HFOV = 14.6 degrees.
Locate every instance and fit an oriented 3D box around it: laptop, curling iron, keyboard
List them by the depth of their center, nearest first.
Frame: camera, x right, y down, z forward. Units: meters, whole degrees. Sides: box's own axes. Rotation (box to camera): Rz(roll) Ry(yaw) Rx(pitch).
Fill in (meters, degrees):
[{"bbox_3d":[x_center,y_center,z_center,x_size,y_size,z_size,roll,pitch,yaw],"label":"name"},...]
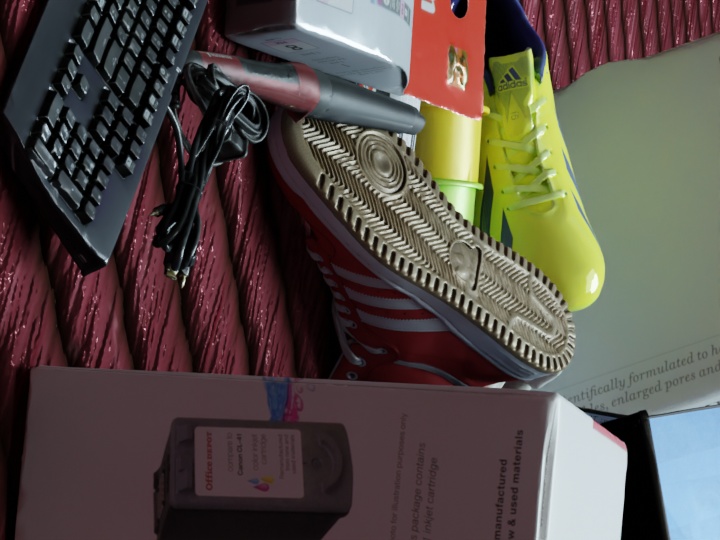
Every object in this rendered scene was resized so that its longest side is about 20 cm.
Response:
[{"bbox_3d":[-0.079,-0.077,1.087,0.127,0.020,0.201,60,34,-38],"label":"keyboard"},{"bbox_3d":[-0.027,-0.069,1.232,0.200,0.025,0.050,-2,79,-62],"label":"curling iron"},{"bbox_3d":[0.182,0.152,1.288,0.200,0.115,0.189,109,-29,-84],"label":"laptop"}]

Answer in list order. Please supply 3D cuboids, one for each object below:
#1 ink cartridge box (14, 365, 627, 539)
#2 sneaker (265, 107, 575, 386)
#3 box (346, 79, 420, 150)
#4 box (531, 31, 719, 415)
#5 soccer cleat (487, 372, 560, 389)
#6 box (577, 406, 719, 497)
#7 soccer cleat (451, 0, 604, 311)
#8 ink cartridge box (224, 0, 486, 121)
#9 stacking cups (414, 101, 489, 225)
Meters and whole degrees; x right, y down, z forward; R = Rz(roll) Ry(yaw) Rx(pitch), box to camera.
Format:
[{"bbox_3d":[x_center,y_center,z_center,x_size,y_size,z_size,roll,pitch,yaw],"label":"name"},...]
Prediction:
[{"bbox_3d":[-0.011,0.088,1.053,0.148,0.199,0.086,30,63,-71],"label":"ink cartridge box"},{"bbox_3d":[0.000,0.000,1.348,0.200,0.112,0.072,41,47,-29],"label":"sneaker"},{"bbox_3d":[0.007,-0.153,1.392,0.110,0.034,0.201,57,37,-62],"label":"box"},{"bbox_3d":[0.177,-0.008,1.600,0.131,0.198,0.201,41,32,-69],"label":"box"},{"bbox_3d":[0.070,0.021,1.517,0.070,0.086,0.201,52,39,-65],"label":"soccer cleat"},{"bbox_3d":[0.117,0.145,1.458,0.201,0.136,0.038,91,10,-52],"label":"box"},{"bbox_3d":[0.080,-0.071,1.481,0.084,0.064,0.201,110,-34,-54],"label":"soccer cleat"},{"bbox_3d":[0.019,-0.167,1.302,0.199,0.057,0.164,13,77,-48],"label":"ink cartridge box"},{"bbox_3d":[0.035,0.014,1.447,0.060,0.060,0.202,11,79,-73],"label":"stacking cups"}]
